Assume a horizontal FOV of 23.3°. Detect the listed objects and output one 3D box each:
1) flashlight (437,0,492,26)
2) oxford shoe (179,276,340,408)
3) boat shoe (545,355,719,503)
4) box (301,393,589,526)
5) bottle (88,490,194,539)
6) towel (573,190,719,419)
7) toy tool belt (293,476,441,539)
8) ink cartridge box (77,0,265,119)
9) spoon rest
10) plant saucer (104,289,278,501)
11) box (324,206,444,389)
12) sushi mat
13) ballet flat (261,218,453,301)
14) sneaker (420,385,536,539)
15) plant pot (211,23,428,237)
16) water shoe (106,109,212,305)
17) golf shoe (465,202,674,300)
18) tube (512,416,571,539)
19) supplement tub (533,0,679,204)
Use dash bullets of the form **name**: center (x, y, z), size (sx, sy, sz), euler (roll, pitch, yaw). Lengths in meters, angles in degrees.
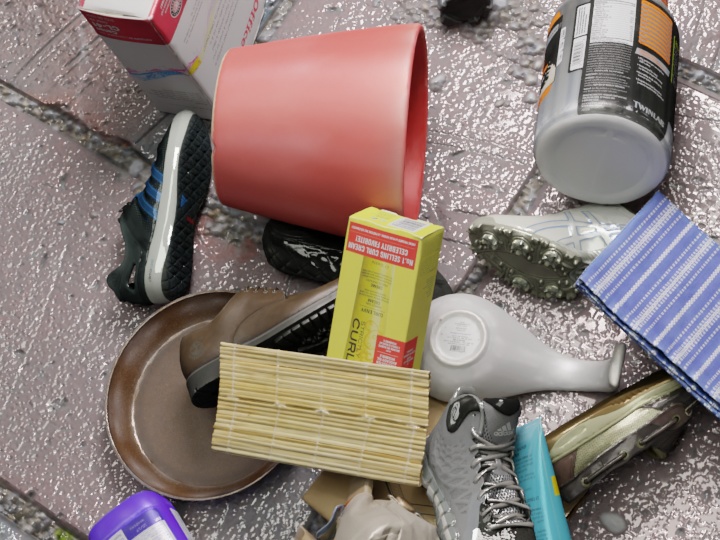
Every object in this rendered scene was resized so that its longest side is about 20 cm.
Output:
- **flashlight**: center (0.106, -0.343, 1.708), size (0.067, 0.068, 0.202), euler (-5, 65, 10)
- **oxford shoe**: center (-0.075, 0.040, 1.553), size (0.198, 0.073, 0.085), euler (-25, 61, 3)
- **boat shoe**: center (0.240, 0.130, 1.471), size (0.199, 0.073, 0.065), euler (-26, 89, -7)
- **box**: center (0.072, 0.194, 1.508), size (0.199, 0.021, 0.164), euler (36, 80, 26)
- **bottle**: center (-0.158, 0.289, 1.503), size (0.083, 0.065, 0.201), euler (-38, 63, 3)
- **towel**: center (0.290, 0.035, 1.459), size (0.200, 0.024, 0.145), euler (42, 54, 8)
- **toy tool belt**: center (-0.018, 0.272, 1.453), size (0.201, 0.124, 0.123), euler (-60, 33, 5)
- **ink cartridge box**: center (-0.175, -0.255, 1.669), size (0.085, 0.200, 0.149), euler (10, 70, 19)
- **spoon rest**: center (0.134, 0.076, 1.521), size (0.198, 0.061, 0.100), euler (9, 71, 19)
- **plant saucer**: center (-0.136, 0.116, 1.592), size (0.198, 0.032, 0.202), euler (-5, 66, 12)
- **box**: center (0.016, 0.053, 1.484), size (0.075, 0.050, 0.202), euler (17, 108, 21)
- **sushi mat**: center (-0.034, 0.120, 1.475), size (0.198, 0.012, 0.097), euler (7, 89, 21)
- **ballet flat**: center (0.000, 0.000, 1.605), size (0.199, 0.057, 0.067), euler (25, 52, 17)
- **sneaker**: center (0.105, 0.164, 1.401), size (0.200, 0.074, 0.116), euler (56, 131, 50)
- **plant pot**: center (-0.035, -0.124, 1.564), size (0.175, 0.201, 0.202), euler (4, 68, 7)
- **water shoe**: center (-0.197, -0.065, 1.665), size (0.078, 0.072, 0.202), euler (-3, 63, 22)
- **golf shoe**: center (0.196, -0.025, 1.554), size (0.198, 0.079, 0.098), euler (15, 54, 14)
- **tube**: center (0.149, 0.226, 1.429), size (0.077, 0.050, 0.202), euler (-28, 71, 48)
- **supplement tub**: center (0.222, -0.169, 1.555), size (0.121, 0.123, 0.201), euler (0, 50, 15)
